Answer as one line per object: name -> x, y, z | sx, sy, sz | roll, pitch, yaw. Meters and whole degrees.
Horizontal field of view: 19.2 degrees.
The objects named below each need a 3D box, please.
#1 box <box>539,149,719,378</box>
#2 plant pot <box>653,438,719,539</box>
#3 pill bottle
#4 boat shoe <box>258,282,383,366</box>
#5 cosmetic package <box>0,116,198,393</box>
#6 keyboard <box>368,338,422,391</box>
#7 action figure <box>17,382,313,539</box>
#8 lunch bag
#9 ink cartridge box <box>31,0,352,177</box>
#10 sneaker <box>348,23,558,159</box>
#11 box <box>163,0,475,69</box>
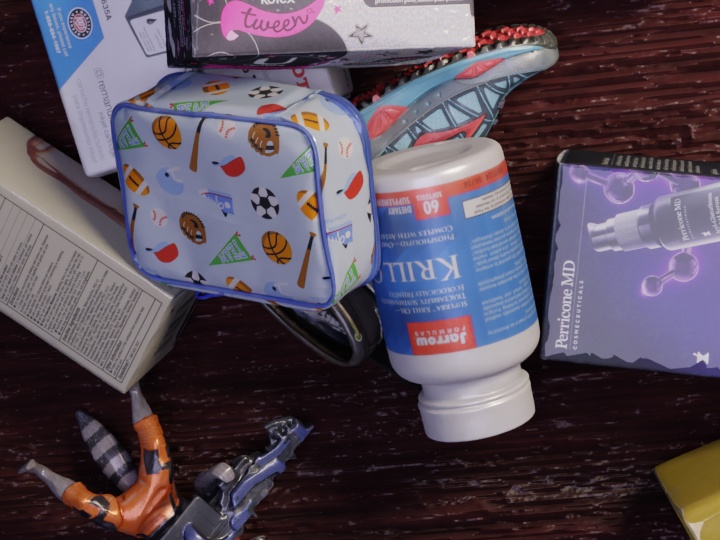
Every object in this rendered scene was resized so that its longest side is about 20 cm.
box -> 0.235, -0.004, 1.546 | 0.200, 0.104, 0.148 | 4, 99, 7
plant pot -> 0.349, 0.191, 1.518 | 0.200, 0.196, 0.194 | -30, 93, 4
pill bottle -> 0.066, 0.015, 1.516 | 0.112, 0.112, 0.200 | -11, 102, 10
boat shoe -> -0.063, -0.009, 1.579 | 0.201, 0.061, 0.072 | 39, 129, -1
cosmetic package -> -0.222, -0.013, 1.602 | 0.200, 0.087, 0.103 | 34, 121, 5
keyboard -> 0.000, 0.000, 1.606 | 0.200, 0.021, 0.127 | 34, 128, 2
action figure -> -0.135, 0.167, 1.647 | 0.200, 0.105, 0.194 | -43, 98, -14
lunch bag -> -0.083, -0.052, 1.488 | 0.200, 0.076, 0.161 | 10, 121, 34
ink cartridge box -> -0.124, -0.168, 1.585 | 0.200, 0.086, 0.147 | -16, 95, 11
sneaker -> 0.066, -0.112, 1.579 | 0.200, 0.079, 0.096 | -26, 103, 19
box -> -0.031, -0.207, 1.471 | 0.200, 0.115, 0.132 | -3, 92, -13
